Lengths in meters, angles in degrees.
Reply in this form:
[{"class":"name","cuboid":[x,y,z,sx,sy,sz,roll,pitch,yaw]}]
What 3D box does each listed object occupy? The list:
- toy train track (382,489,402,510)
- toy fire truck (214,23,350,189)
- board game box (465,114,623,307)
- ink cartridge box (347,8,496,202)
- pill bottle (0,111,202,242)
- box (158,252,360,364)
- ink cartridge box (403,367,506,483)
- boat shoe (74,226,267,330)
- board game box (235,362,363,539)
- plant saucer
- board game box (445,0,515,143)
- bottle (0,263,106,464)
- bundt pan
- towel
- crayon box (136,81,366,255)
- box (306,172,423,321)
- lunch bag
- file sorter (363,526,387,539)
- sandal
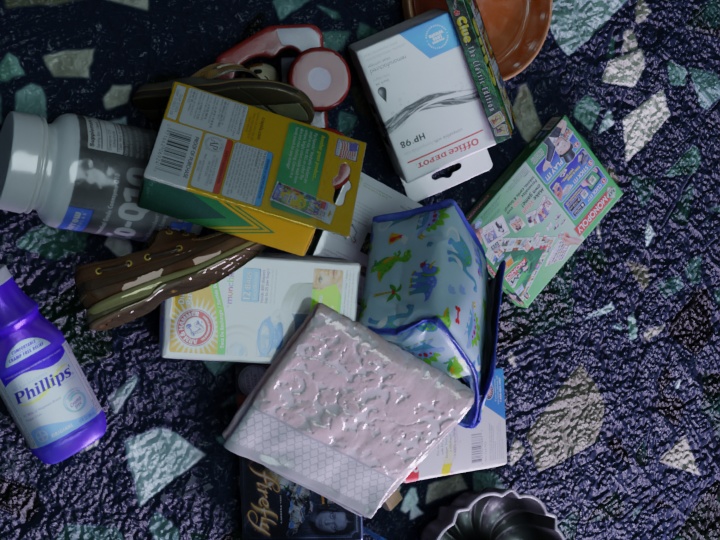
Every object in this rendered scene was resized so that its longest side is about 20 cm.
[{"class":"toy train track","cuboid":[-0.011,0.188,1.394,0.115,0.032,0.201,-38,111,-32]},{"class":"toy fire truck","cuboid":[-0.096,-0.158,1.293,0.167,0.112,0.201,-5,96,-7]},{"class":"board game box","cuboid":[0.221,-0.073,1.492,0.200,0.029,0.135,-48,113,-15]},{"class":"ink cartridge box","cuboid":[0.077,-0.179,1.370,0.115,0.067,0.201,-24,108,-3]},{"class":"pill bottle","cuboid":[-0.257,-0.092,1.207,0.199,0.114,0.115,9,91,-26]},{"class":"box","cuboid":[-0.110,0.037,1.273,0.199,0.101,0.113,4,93,-12]},{"class":"ink cartridge box","cuboid":[0.074,0.176,1.395,0.199,0.067,0.117,-1,89,-37]},{"class":"boat shoe","cuboid":[-0.179,-0.012,1.169,0.199,0.072,0.068,-24,81,-16]},{"class":"board game box","cuboid":[-0.066,0.197,1.339,0.134,0.035,0.201,-2,96,2]},{"class":"plant saucer","cuboid":[0.136,-0.319,1.426,0.199,0.032,0.202,-3,96,-27]},{"class":"board game box","cuboid":[0.132,-0.250,1.362,0.023,0.105,0.201,-16,106,18]},{"class":"bottle","cuboid":[-0.330,0.092,1.214,0.083,0.065,0.201,-29,107,-20]},{"class":"bundt pan","cuboid":[0.147,0.354,1.467,0.201,0.076,0.203,-3,97,-26]},{"class":"towel","cuboid":[-0.014,0.151,1.251,0.199,0.032,0.191,30,110,-21]},{"class":"crayon box","cuboid":[-0.103,-0.093,1.172,0.199,0.052,0.126,17,52,-8]},{"class":"box","cuboid":[0.000,0.000,1.387,0.144,0.036,0.201,27,81,-26]},{"class":"lunch bag","cuboid":[0.092,0.052,1.326,0.200,0.127,0.171,55,35,-42]},{"class":"file sorter","cuboid":[-0.037,0.396,1.355,0.138,0.123,0.201,-6,98,-25]},{"class":"sandal","cuboid":[-0.139,-0.178,1.233,0.082,0.199,0.055,53,48,-51]}]
